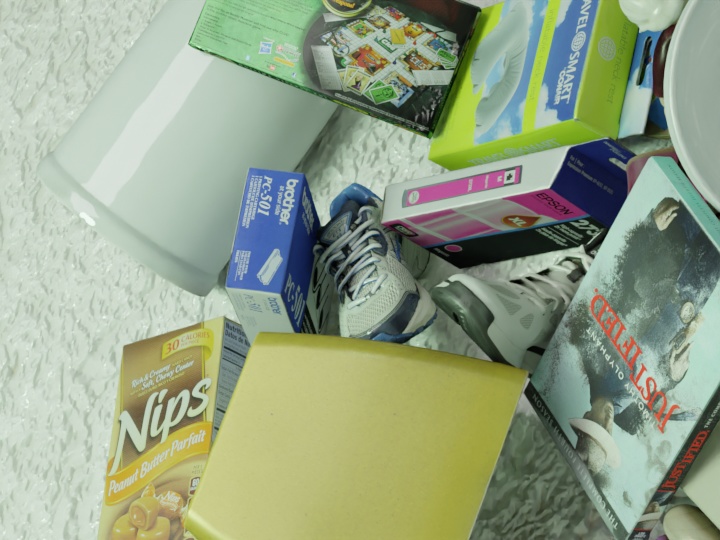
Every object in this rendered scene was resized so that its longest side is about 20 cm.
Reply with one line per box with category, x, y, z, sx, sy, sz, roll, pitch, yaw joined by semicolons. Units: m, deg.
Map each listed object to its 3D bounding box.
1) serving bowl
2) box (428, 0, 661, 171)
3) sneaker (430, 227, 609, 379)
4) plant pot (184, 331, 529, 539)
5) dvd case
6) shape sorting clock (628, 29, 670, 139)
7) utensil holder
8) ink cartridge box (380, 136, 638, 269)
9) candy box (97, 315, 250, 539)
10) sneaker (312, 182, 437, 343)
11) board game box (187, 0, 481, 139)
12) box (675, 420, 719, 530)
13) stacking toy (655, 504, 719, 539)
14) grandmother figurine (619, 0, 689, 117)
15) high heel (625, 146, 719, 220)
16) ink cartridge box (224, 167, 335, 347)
serving bowl;0.276;-0.110;1.562;0.201;0.200;0.066;-66;10;-6
box;0.134;-0.141;1.812;0.200;0.048;0.122;-13;59;55
sneaker;0.122;0.008;1.668;0.115;0.200;0.076;-47;68;7
plant pot;-0.009;0.142;1.664;0.176;0.200;0.201;20;81;4
dvd case;0.178;0.051;1.565;0.146;0.022;0.200;59;137;40
shape sorting clock;0.237;-0.186;1.769;0.200;0.039;0.201;-34;45;40
utensil holder;-0.131;-0.109;1.992;0.200;0.170;0.170;-53;43;7
ink cartridge box;0.119;-0.046;1.767;0.200;0.095;0.037;-13;60;39
candy box;-0.139;0.145;1.944;0.115;0.055;0.201;-16;58;38
sneaker;0.000;0.000;1.809;0.077;0.085;0.200;-34;21;12
board game box;-0.019;-0.181;1.881;0.199;0.023;0.105;22;90;13
box;0.242;0.124;1.567;0.068;0.082;0.200;-52;41;11
stacking toy;0.176;0.247;1.570;0.200;0.085;0.085;-57;42;10
grandmother figurine;0.235;-0.146;1.628;0.121;0.200;0.061;-52;37;8
high heel;0.264;-0.048;1.625;0.199;0.067;0.096;-17;46;22
ink cartridge box;-0.056;0.008;1.841;0.044;0.200;0.094;7;70;9
